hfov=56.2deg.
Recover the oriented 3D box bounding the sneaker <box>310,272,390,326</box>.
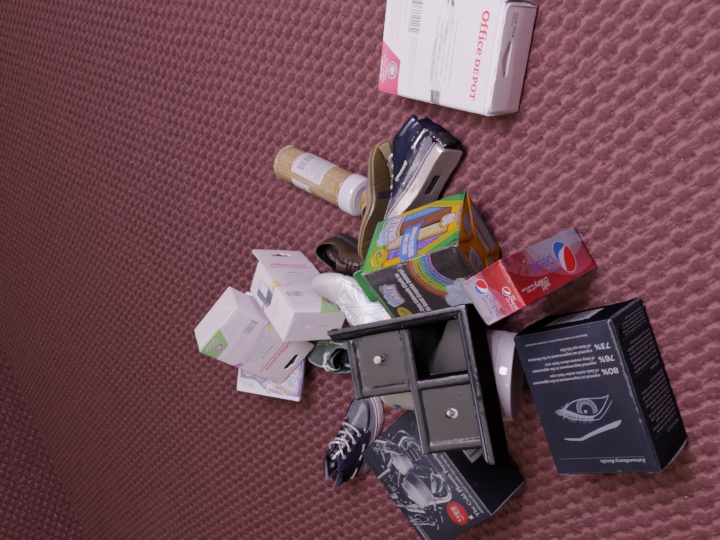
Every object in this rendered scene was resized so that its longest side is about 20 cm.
[{"bbox_3d":[-0.003,0.062,1.123,0.199,0.070,0.081,20,76,21],"label":"sneaker"}]

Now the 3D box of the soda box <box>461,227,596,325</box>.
[{"bbox_3d":[0.221,0.005,0.864,0.070,0.199,0.064,-37,78,44],"label":"soda box"}]

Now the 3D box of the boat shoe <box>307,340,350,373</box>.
[{"bbox_3d":[-0.044,0.158,1.268,0.199,0.062,0.073,-6,100,46],"label":"boat shoe"}]

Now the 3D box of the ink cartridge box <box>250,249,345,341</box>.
[{"bbox_3d":[-0.123,0.042,1.238,0.200,0.116,0.068,50,128,44],"label":"ink cartridge box"}]

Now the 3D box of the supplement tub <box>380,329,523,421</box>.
[{"bbox_3d":[0.135,0.149,1.004,0.198,0.132,0.133,3,106,21],"label":"supplement tub"}]

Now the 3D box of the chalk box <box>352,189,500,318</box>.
[{"bbox_3d":[0.087,-0.007,0.987,0.199,0.124,0.125,-16,125,30],"label":"chalk box"}]

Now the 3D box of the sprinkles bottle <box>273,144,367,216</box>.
[{"bbox_3d":[-0.066,-0.161,1.185,0.199,0.068,0.069,30,122,35],"label":"sprinkles bottle"}]

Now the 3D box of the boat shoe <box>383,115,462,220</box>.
[{"bbox_3d":[0.076,-0.144,1.049,0.093,0.074,0.201,53,126,29],"label":"boat shoe"}]

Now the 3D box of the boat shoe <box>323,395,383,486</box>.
[{"bbox_3d":[-0.017,0.316,1.269,0.074,0.092,0.202,24,119,37],"label":"boat shoe"}]

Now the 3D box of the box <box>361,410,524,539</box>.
[{"bbox_3d":[0.129,0.324,1.111,0.200,0.104,0.182,52,136,15],"label":"box"}]

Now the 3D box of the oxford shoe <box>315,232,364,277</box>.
[{"bbox_3d":[0.000,0.000,1.162,0.199,0.084,0.073,25,117,35],"label":"oxford shoe"}]

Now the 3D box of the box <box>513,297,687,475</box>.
[{"bbox_3d":[0.314,0.155,0.889,0.147,0.104,0.202,-17,91,45],"label":"box"}]

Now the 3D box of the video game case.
[{"bbox_3d":[-0.174,0.150,1.348,0.142,0.018,0.202,6,91,19],"label":"video game case"}]

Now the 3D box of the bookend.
[{"bbox_3d":[0.076,0.159,0.908,0.198,0.092,0.201,-12,84,22],"label":"bookend"}]

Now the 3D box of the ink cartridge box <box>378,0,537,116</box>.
[{"bbox_3d":[0.130,-0.308,0.938,0.199,0.084,0.147,26,120,38],"label":"ink cartridge box"}]

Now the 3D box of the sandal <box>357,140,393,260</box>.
[{"bbox_3d":[0.029,-0.114,1.108,0.054,0.080,0.202,29,119,55],"label":"sandal"}]

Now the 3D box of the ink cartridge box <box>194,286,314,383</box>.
[{"bbox_3d":[-0.198,0.127,1.278,0.117,0.199,0.067,-48,40,12],"label":"ink cartridge box"}]
